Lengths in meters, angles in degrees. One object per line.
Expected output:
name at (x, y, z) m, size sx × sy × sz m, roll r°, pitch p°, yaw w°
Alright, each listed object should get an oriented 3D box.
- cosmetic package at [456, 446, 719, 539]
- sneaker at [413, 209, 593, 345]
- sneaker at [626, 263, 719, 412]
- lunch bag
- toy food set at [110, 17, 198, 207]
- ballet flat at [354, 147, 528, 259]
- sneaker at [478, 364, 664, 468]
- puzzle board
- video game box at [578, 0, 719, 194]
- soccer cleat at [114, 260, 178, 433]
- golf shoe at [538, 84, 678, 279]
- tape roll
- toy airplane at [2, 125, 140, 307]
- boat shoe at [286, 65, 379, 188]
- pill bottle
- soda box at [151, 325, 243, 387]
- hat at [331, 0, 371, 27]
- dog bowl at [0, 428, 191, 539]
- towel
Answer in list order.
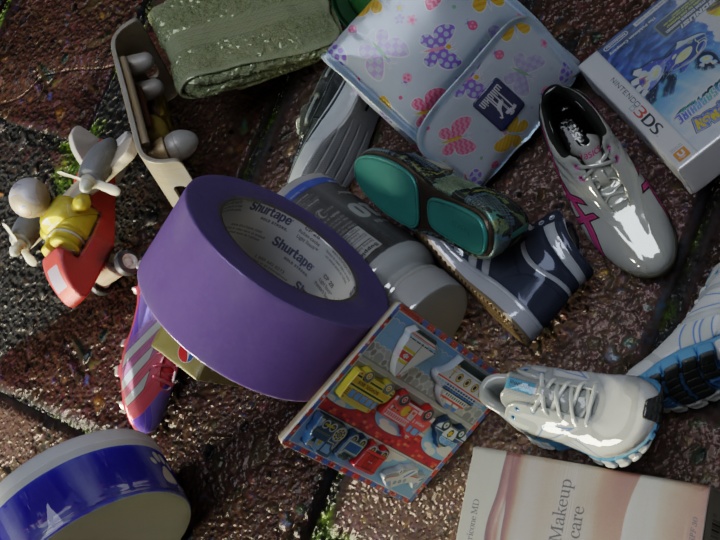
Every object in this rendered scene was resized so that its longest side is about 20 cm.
cosmetic package at (0.189, 0.213, 0.944) m, size 0.200 × 0.087 × 0.103 m, roll 4°, pitch 75°, yaw 29°
sneaker at (0.131, -0.027, 1.073) m, size 0.108 × 0.070 × 0.200 m, roll -43°, pitch 52°, yaw 0°
sneaker at (0.302, 0.043, 0.956) m, size 0.200 × 0.075 × 0.087 m, roll -33°, pitch 46°, yaw 12°
lunch bag at (0.092, -0.197, 1.108) m, size 0.200 × 0.127 × 0.170 m, roll 44°, pitch 98°, yaw 0°
toy food set at (-0.208, -0.159, 1.258) m, size 0.060 × 0.144 × 0.200 m, roll -19°, pitch 62°, yaw 1°
ballet flat at (0.076, -0.066, 1.051) m, size 0.200 × 0.074 × 0.074 m, roll 36°, pitch 91°, yaw 43°
sneaker at (0.163, 0.111, 0.936) m, size 0.200 × 0.087 × 0.075 m, roll -15°, pitch 52°, yaw 63°
puzzle board at (0.039, 0.122, 0.990) m, size 0.151 × 0.200 × 0.017 m, roll -49°, pitch 48°, yaw 5°
video game box at (0.320, -0.190, 1.019) m, size 0.200 × 0.047 × 0.182 m, roll -40°, pitch 46°, yaw 10°
soccer cleat at (-0.210, 0.073, 1.223) m, size 0.076 × 0.067 × 0.200 m, roll -5°, pitch 68°, yaw 22°
golf shoe at (0.214, -0.080, 1.031) m, size 0.073 × 0.092 × 0.200 m, roll -34°, pitch 65°, yaw 14°
tape roll at (-0.081, 0.012, 0.969) m, size 0.200 × 0.200 × 0.085 m, roll 48°, pitch 114°, yaw 32°
toy airplane at (-0.325, -0.081, 1.290) m, size 0.199 × 0.141 × 0.200 m, roll 37°, pitch 106°, yaw 52°
boat shoe at (-0.032, -0.149, 1.210) m, size 0.071 × 0.072 × 0.200 m, roll 15°, pitch 69°, yaw 39°
pill bottle at (0.000, 0.000, 1.105) m, size 0.200 × 0.114 × 0.114 m, roll 38°, pitch 92°, yaw 32°
soda box at (-0.100, 0.071, 1.079) m, size 0.068 × 0.200 × 0.064 m, roll 30°, pitch 95°, yaw 32°
hat at (0.005, -0.345, 1.181) m, size 0.166 × 0.176 × 0.200 m, roll 25°, pitch 83°, yaw 30°
dog bowl at (-0.268, 0.248, 1.110) m, size 0.200 × 0.200 × 0.079 m, roll -43°, pitch 60°, yaw 8°
towel at (-0.124, -0.268, 1.268) m, size 0.200 × 0.036 × 0.148 m, roll -19°, pitch 58°, yaw -11°
